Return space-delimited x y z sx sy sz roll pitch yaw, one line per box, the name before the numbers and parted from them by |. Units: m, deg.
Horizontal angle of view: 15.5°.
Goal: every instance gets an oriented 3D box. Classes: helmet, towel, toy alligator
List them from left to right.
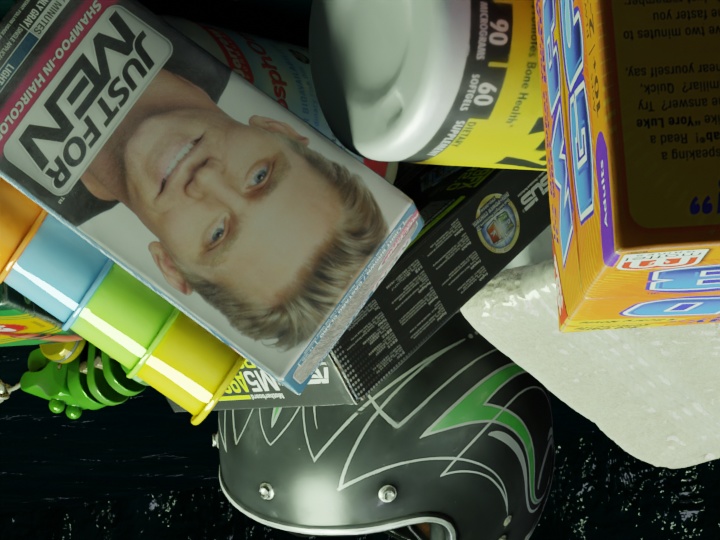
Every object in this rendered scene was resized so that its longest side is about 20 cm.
toy alligator | -0.154 0.057 1.490 0.200 0.054 0.059 -29 142 34
helmet | 0.013 0.082 1.536 0.199 0.201 0.191 -9 144 24
towel | 0.164 0.043 1.465 0.132 0.035 0.200 -21 136 35

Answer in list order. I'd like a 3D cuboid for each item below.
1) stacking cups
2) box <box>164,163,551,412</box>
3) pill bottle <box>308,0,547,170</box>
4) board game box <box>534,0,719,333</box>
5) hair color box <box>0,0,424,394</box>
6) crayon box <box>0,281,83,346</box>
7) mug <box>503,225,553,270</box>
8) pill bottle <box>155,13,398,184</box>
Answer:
stacking cups | -0.146 -0.003 1.289 0.200 0.061 0.061 33 165 -4
box | 0.000 0.000 1.411 0.160 0.044 0.200 -5 -150 49
pill bottle | 0.088 -0.101 1.185 0.199 0.115 0.114 1 169 -32
board game box | 0.175 -0.093 1.008 0.199 0.201 0.200 -3 170 -2
hair color box | -0.080 -0.044 1.175 0.200 0.100 0.061 36 176 10
crayon box | -0.257 0.011 1.386 0.199 0.051 0.127 -4 170 13
mug | 0.162 -0.053 1.487 0.200 0.148 0.175 36 144 -26
pill bottle | -0.079 -0.068 1.319 0.109 0.109 0.200 -12 168 37
